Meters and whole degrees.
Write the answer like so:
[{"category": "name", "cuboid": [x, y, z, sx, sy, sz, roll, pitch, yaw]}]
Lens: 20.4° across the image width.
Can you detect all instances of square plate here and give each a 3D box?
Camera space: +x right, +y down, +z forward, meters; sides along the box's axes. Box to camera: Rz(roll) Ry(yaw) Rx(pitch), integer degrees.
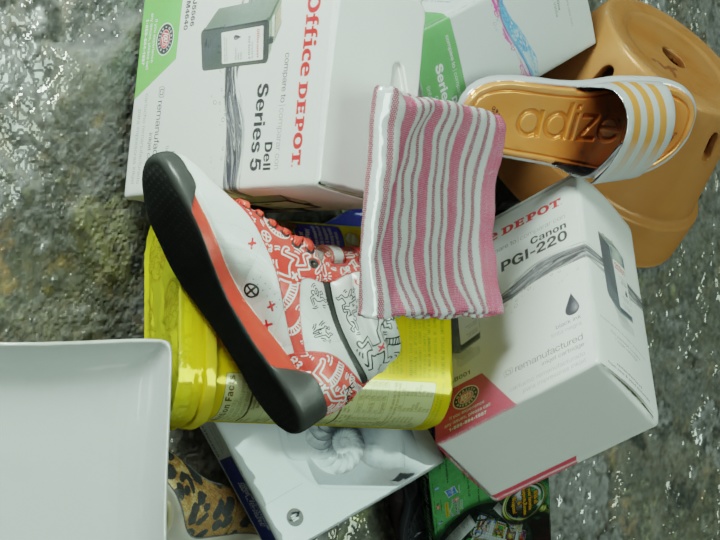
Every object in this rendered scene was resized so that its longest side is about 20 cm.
[{"category": "square plate", "cuboid": [-0.223, 0.141, 1.286, 0.199, 0.028, 0.199, 1, 95, -13]}]

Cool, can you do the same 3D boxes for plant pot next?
[{"category": "plant pot", "cuboid": [0.211, -0.121, 1.592, 0.200, 0.200, 0.140, 5, 134, -45]}]

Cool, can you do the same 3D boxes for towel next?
[{"category": "towel", "cuboid": [0.051, -0.040, 1.306, 0.200, 0.030, 0.147, 2, 90, -66]}]

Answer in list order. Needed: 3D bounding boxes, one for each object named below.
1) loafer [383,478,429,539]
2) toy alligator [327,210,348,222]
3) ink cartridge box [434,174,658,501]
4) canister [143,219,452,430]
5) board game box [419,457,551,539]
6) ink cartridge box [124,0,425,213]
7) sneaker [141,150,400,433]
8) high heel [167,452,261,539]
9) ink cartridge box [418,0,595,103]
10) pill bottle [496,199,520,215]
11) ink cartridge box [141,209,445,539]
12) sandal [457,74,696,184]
[{"category": "loafer", "cuboid": [0.045, 0.156, 1.580, 0.072, 0.063, 0.201, -25, 131, -15]}, {"category": "toy alligator", "cuboid": [0.000, 0.000, 1.522, 0.054, 0.059, 0.200, -43, 110, -31]}, {"category": "ink cartridge box", "cuboid": [0.130, 0.046, 1.466, 0.085, 0.145, 0.200, 44, 30, -32]}, {"category": "canister", "cuboid": [-0.042, 0.037, 1.372, 0.199, 0.087, 0.149, 4, 75, -21]}, {"category": "board game box", "cuboid": [0.100, 0.185, 1.571, 0.104, 0.023, 0.201, -18, 131, -13]}, {"category": "ink cartridge box", "cuboid": [-0.061, -0.116, 1.346, 0.084, 0.200, 0.146, 12, 81, -44]}, {"category": "sneaker", "cuboid": [-0.053, -0.005, 1.295, 0.108, 0.067, 0.202, -32, 94, -29]}, {"category": "high heel", "cuboid": [-0.117, 0.150, 1.439, 0.200, 0.071, 0.143, 56, 35, -19]}, {"category": "ink cartridge box", "cuboid": [0.058, -0.174, 1.501, 0.200, 0.145, 0.088, -34, 118, -37]}, {"category": "pill bottle", "cuboid": [0.135, 0.052, 1.624, 0.112, 0.112, 0.201, 30, 73, -42]}, {"category": "ink cartridge box", "cuboid": [-0.025, 0.074, 1.439, 0.200, 0.041, 0.200, -30, 90, -25]}, {"category": "sandal", "cuboid": [0.165, -0.098, 1.446, 0.206, 0.059, 0.079, -1, 112, -28]}]
